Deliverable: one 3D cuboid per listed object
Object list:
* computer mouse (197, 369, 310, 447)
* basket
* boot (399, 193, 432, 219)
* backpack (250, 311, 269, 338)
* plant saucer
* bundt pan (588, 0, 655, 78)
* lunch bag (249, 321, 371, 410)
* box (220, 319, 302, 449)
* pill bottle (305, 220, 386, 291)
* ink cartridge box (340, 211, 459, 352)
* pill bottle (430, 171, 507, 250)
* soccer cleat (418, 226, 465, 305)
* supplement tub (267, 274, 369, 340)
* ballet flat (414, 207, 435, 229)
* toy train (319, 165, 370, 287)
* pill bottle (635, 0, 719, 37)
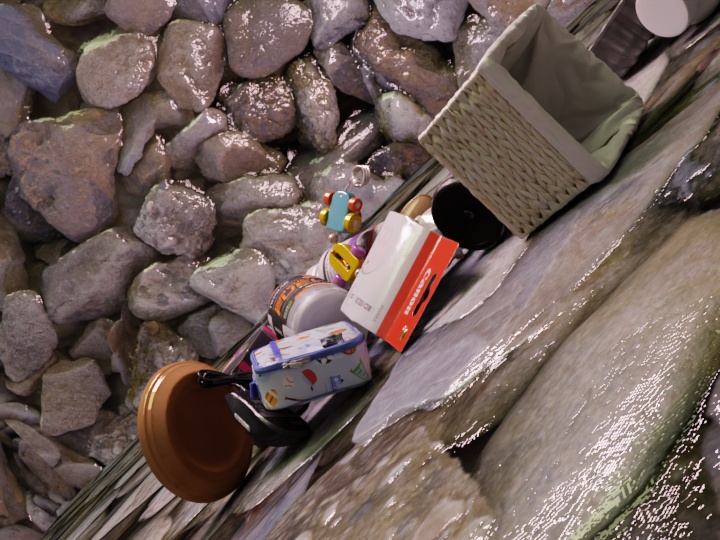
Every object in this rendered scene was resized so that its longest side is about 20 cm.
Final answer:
[{"bbox_3d":[-0.127,0.195,1.358,0.140,0.199,0.046,8,-75,-51],"label":"computer mouse"},{"bbox_3d":[0.212,-0.182,1.215,0.161,0.200,0.198,-47,2,43],"label":"basket"},{"bbox_3d":[0.089,-0.061,1.877,0.176,0.066,0.200,-56,3,8],"label":"boot"},{"bbox_3d":[-0.114,0.099,1.853,0.163,0.153,0.201,-61,-4,-79],"label":"backpack"},{"bbox_3d":[-0.219,0.220,1.373,0.037,0.201,0.200,-24,17,35],"label":"plant saucer"},{"bbox_3d":[0.430,-0.387,1.567,0.203,0.076,0.202,-56,-3,-4],"label":"bundt pan"},{"bbox_3d":[-0.072,0.124,1.301,0.159,0.076,0.200,-15,4,-7],"label":"lunch bag"},{"bbox_3d":[-0.151,0.174,1.560,0.106,0.122,0.200,-46,6,11],"label":"box"},{"bbox_3d":[0.000,0.000,1.642,0.199,0.112,0.112,-25,17,41],"label":"pill bottle"},{"bbox_3d":[0.047,0.009,1.334,0.163,0.057,0.200,-62,12,1],"label":"ink cartridge box"},{"bbox_3d":[0.184,-0.123,1.383,0.112,0.112,0.200,-39,7,43],"label":"pill bottle"},{"bbox_3d":[0.086,-0.010,1.427,0.200,0.078,0.069,-46,6,-11],"label":"soccer cleat"},{"bbox_3d":[-0.073,0.074,1.538,0.123,0.123,0.200,-45,20,-10],"label":"supplement tub"},{"bbox_3d":[0.118,-0.063,1.626,0.068,0.069,0.200,-42,4,-29],"label":"ballet flat"},{"bbox_3d":[0.012,-0.053,1.524,0.150,0.201,0.055,-33,-27,33],"label":"toy train"},{"bbox_3d":[0.486,-0.430,1.437,0.200,0.113,0.113,-47,6,-27],"label":"pill bottle"}]
